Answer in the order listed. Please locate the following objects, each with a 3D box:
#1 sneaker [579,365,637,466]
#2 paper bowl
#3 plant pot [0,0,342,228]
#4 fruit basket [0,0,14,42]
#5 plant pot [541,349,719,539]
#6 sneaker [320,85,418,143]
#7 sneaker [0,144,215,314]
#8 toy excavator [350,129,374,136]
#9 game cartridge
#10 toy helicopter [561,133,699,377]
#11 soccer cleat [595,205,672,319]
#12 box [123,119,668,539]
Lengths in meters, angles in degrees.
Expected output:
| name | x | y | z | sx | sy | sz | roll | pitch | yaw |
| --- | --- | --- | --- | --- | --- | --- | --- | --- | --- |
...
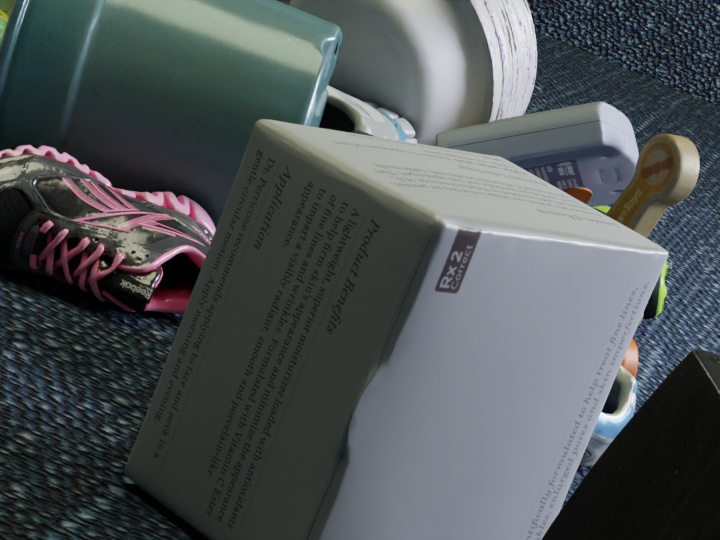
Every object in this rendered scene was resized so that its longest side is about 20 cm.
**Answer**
| name | x | y | z | sx | sy | sz | roll | pitch | yaw |
| --- | --- | --- | --- | --- | --- | --- | --- | --- | --- |
| sneaker | 0.087 | 0.075 | 1.603 | 0.200 | 0.073 | 0.072 | 8 | 20 | -41 |
| paper bowl | 0.020 | -0.159 | 1.928 | 0.200 | 0.201 | 0.104 | 27 | 37 | 24 |
| plant pot | -0.125 | -0.114 | 1.715 | 0.195 | 0.201 | 0.200 | 17 | 13 | 1 |
| fruit basket | -0.240 | -0.173 | 1.968 | 0.199 | 0.094 | 0.185 | 4 | 5 | 34 |
| plant pot | 0.191 | 0.152 | 1.221 | 0.199 | 0.178 | 0.200 | 20 | 12 | -7 |
| sneaker | -0.059 | -0.116 | 1.870 | 0.199 | 0.075 | 0.087 | 16 | -5 | 27 |
| sneaker | -0.159 | -0.013 | 1.593 | 0.200 | 0.079 | 0.095 | 11 | 28 | -34 |
| toy excavator | 0.000 | 0.000 | 1.731 | 0.100 | 0.200 | 0.195 | 23 | -31 | 11 |
| game cartridge | 0.129 | -0.075 | 1.865 | 0.133 | 0.042 | 0.200 | -14 | -12 | 6 |
| toy helicopter | 0.167 | -0.018 | 1.817 | 0.079 | 0.200 | 0.132 | 12 | 35 | -34 |
| soccer cleat | 0.198 | -0.007 | 2.159 | 0.081 | 0.068 | 0.200 | 0 | 17 | -11 |
| box | 0.019 | 0.045 | 1.326 | 0.131 | 0.199 | 0.200 | 32 | 16 | 37 |
